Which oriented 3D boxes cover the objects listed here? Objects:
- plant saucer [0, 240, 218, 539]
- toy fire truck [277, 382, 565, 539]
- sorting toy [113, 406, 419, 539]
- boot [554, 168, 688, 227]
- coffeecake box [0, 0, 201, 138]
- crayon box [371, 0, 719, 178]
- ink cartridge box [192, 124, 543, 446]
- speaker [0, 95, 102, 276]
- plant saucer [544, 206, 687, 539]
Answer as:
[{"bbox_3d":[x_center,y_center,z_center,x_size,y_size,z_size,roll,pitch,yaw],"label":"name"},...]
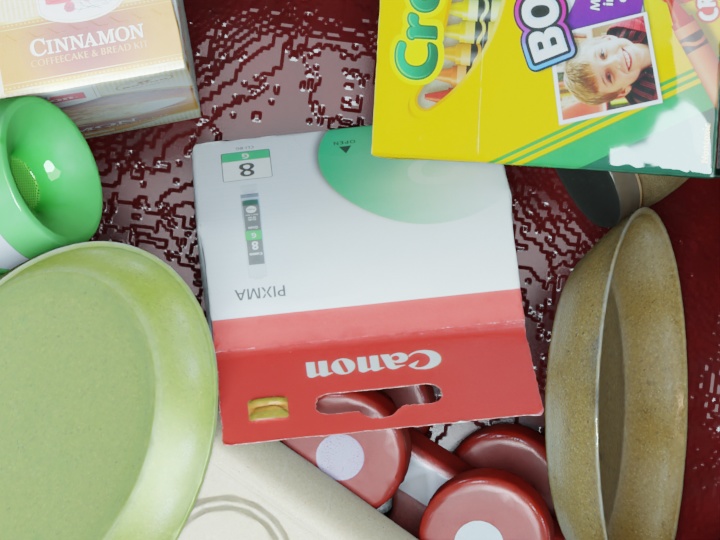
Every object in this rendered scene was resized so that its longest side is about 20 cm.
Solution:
[{"bbox_3d":[-0.145,0.080,1.242,0.031,0.200,0.200,18,85,39],"label":"plant saucer"},{"bbox_3d":[0.007,0.142,1.401,0.200,0.112,0.168,31,105,2],"label":"toy fire truck"},{"bbox_3d":[-0.054,0.196,1.327,0.185,0.036,0.200,35,86,2],"label":"sorting toy"},{"bbox_3d":[0.115,-0.127,1.440,0.075,0.074,0.200,-27,92,-21],"label":"boot"},{"bbox_3d":[-0.162,-0.108,1.357,0.153,0.200,0.073,-10,87,-2],"label":"coffeecake box"},{"bbox_3d":[0.100,-0.150,1.354,0.172,0.058,0.200,4,93,13],"label":"crayon box"},{"bbox_3d":[0.000,0.000,1.368,0.161,0.200,0.050,-6,126,-2],"label":"ink cartridge box"},{"bbox_3d":[-0.221,-0.015,1.279,0.200,0.088,0.088,-20,87,29],"label":"speaker"},{"bbox_3d":[0.127,0.068,1.365,0.035,0.200,0.200,0,86,19],"label":"plant saucer"}]
